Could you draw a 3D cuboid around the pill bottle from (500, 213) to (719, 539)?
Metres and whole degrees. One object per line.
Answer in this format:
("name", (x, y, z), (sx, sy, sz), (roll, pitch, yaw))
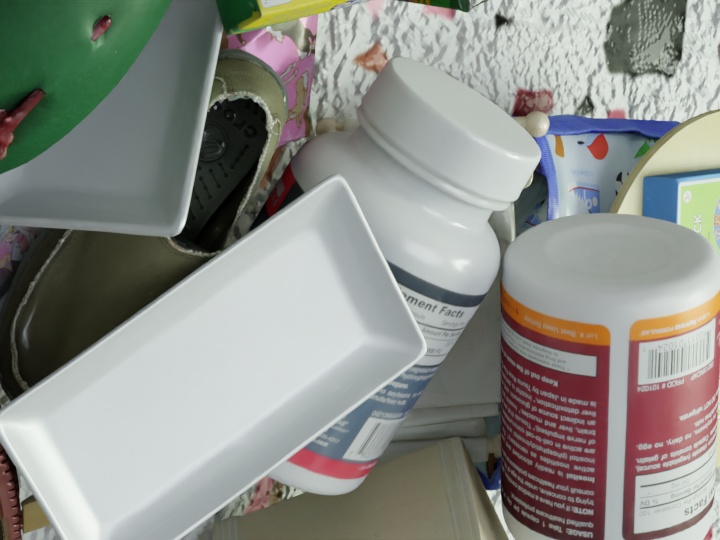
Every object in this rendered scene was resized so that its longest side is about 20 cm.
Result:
("pill bottle", (0.127, 0.081, 1.262), (0.113, 0.113, 0.201), (-21, 120, -39))

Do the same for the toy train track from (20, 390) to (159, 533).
("toy train track", (-0.117, 0.119, 1.214), (0.114, 0.033, 0.201), (-17, 142, -20))

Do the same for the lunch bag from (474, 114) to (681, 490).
("lunch bag", (0.116, 0.010, 1.390), (0.169, 0.124, 0.201), (-2, 111, -45))

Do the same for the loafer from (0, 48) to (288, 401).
("loafer", (-0.103, -0.016, 1.143), (0.075, 0.070, 0.201), (32, 91, -11))

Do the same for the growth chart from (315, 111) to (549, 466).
("growth chart", (0.023, 0.012, 1.306), (0.018, 0.144, 0.202), (-30, 124, -76))

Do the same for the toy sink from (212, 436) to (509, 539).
("toy sink", (-0.011, 0.194, 1.301), (0.199, 0.112, 0.131), (-22, 122, 7))

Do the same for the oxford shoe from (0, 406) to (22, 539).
("oxford shoe", (-0.203, 0.061, 1.116), (0.074, 0.071, 0.201), (-18, 118, -9))

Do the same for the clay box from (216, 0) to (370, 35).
("clay box", (0.017, -0.186, 1.122), (0.199, 0.048, 0.116), (-16, 90, -27))

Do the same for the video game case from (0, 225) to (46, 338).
("video game case", (-0.210, -0.037, 1.133), (0.181, 0.025, 0.200), (-51, 130, -22))

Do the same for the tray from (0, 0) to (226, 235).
("tray", (-0.110, -0.110, 1.122), (0.022, 0.107, 0.201), (51, 46, -65))

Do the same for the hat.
("hat", (-0.152, -0.046, 1.045), (0.198, 0.166, 0.177), (-1, 99, 0))

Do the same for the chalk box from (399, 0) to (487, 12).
("chalk box", (0.039, -0.250, 1.252), (0.124, 0.124, 0.201), (-27, 117, -35))

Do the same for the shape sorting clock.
("shape sorting clock", (0.200, 0.010, 1.367), (0.199, 0.039, 0.202), (-9, 103, -41))

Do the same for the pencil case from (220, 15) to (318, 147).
("pencil case", (-0.066, -0.157, 1.200), (0.086, 0.083, 0.202), (-7, 106, -35))

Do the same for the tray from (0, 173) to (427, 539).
("tray", (-0.069, 0.050, 1.132), (0.200, 0.022, 0.108), (-36, 119, -17))

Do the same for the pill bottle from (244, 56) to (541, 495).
("pill bottle", (0.000, 0.000, 1.232), (0.119, 0.120, 0.201), (16, 113, -45))
